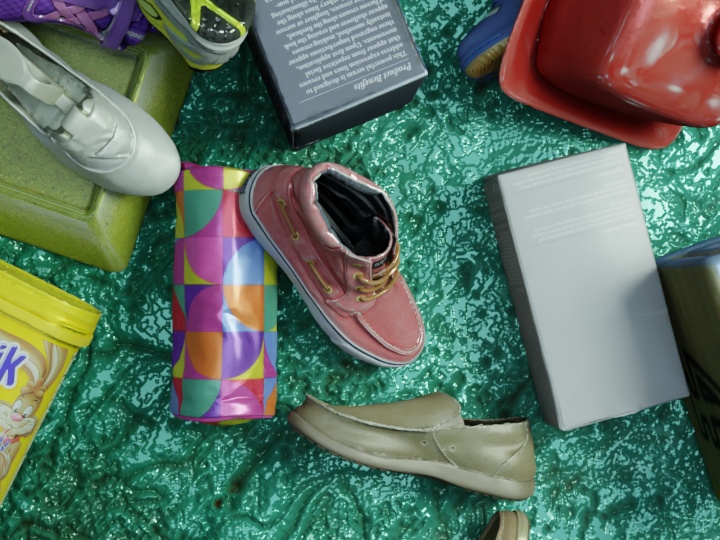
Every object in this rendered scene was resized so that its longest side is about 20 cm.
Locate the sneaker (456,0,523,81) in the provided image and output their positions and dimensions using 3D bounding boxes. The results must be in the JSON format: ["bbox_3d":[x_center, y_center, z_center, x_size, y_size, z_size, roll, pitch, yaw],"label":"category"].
[{"bbox_3d":[0.139,-0.229,1.183,0.200,0.075,0.088,-40,83,-12],"label":"sneaker"}]

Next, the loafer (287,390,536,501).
[{"bbox_3d":[0.043,0.122,1.167,0.199,0.076,0.068,16,87,-13],"label":"loafer"}]

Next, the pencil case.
[{"bbox_3d":[-0.103,0.016,1.155,0.088,0.088,0.201,1,87,-3],"label":"pencil case"}]

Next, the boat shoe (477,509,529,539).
[{"bbox_3d":[0.065,0.267,1.163,0.064,0.071,0.201,27,89,-3],"label":"boat shoe"}]

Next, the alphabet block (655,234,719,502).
[{"bbox_3d":[0.342,0.058,1.121,0.194,0.196,0.201,-20,90,-2],"label":"alphabet block"}]

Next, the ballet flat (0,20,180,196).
[{"bbox_3d":[-0.220,-0.121,1.109,0.200,0.069,0.070,39,87,-2],"label":"ballet flat"}]

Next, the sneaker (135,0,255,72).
[{"bbox_3d":[-0.147,-0.223,1.061,0.075,0.076,0.201,-20,72,-27],"label":"sneaker"}]

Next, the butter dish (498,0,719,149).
[{"bbox_3d":[0.231,-0.182,1.101,0.199,0.148,0.201,14,103,-36],"label":"butter dish"}]

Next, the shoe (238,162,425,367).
[{"bbox_3d":[0.000,0.000,1.121,0.200,0.091,0.072,49,62,-25],"label":"shoe"}]

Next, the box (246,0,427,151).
[{"bbox_3d":[-0.040,-0.205,1.127,0.107,0.148,0.201,-22,91,-3],"label":"box"}]

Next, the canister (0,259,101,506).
[{"bbox_3d":[-0.302,0.090,1.139,0.148,0.087,0.201,26,89,-2],"label":"canister"}]

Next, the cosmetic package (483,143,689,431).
[{"bbox_3d":[0.170,0.013,1.168,0.106,0.090,0.201,-13,93,-4],"label":"cosmetic package"}]

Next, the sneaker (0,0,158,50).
[{"bbox_3d":[-0.195,-0.200,1.101,0.200,0.080,0.089,-16,69,-46],"label":"sneaker"}]

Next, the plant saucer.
[{"bbox_3d":[-0.244,-0.123,1.165,0.199,0.048,0.201,19,88,-2],"label":"plant saucer"}]
